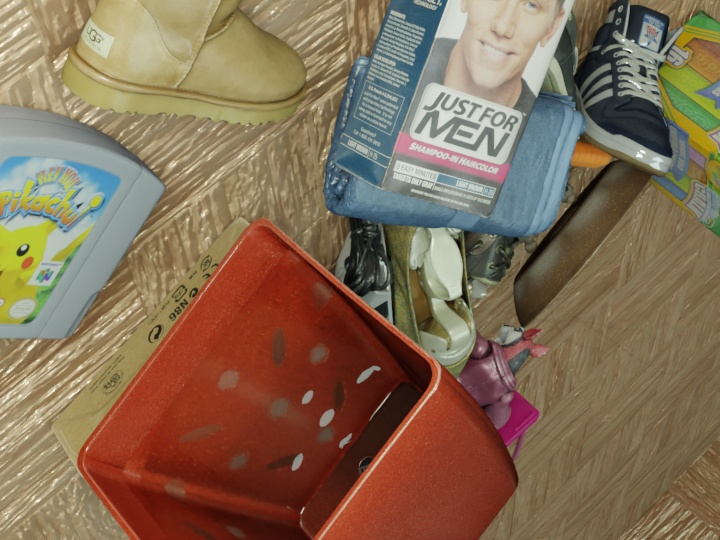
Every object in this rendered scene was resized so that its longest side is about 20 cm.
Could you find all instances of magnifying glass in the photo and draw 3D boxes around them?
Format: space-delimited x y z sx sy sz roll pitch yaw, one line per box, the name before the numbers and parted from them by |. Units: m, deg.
magnifying glass | 0.126 -0.098 1.087 0.200 0.022 0.080 -1 169 -40

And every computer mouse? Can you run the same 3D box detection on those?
computer mouse | 0.000 0.000 1.050 0.044 0.110 0.200 -8 157 -1

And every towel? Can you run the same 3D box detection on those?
towel | 0.067 -0.083 0.970 0.200 0.049 0.112 4 110 -36

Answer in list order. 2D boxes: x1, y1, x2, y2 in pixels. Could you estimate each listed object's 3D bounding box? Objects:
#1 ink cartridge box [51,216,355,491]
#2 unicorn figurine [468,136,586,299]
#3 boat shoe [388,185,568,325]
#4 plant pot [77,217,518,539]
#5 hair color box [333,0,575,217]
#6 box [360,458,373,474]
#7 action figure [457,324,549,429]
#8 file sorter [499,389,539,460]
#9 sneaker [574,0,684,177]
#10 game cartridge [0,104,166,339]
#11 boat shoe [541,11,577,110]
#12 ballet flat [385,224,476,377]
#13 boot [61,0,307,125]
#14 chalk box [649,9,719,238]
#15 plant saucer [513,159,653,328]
ink cartridge box | -0.088 0.090 0.961 0.200 0.075 0.165 -49 129 -1
unicorn figurine | 0.131 -0.045 1.227 0.137 0.074 0.201 1 110 -59
boat shoe | 0.097 -0.015 1.137 0.201 0.066 0.072 -35 163 21
plant pot | -0.020 0.123 0.856 0.200 0.200 0.176 -52 136 2
hair color box | 0.068 -0.143 0.871 0.100 0.060 0.201 11 104 -38
box | 0.014 0.217 1.128 0.157 0.051 0.200 -16 141 -17
action figure | 0.074 0.100 1.208 0.200 0.134 0.149 -29 -169 13
file sorter | 0.050 0.182 1.329 0.200 0.139 0.126 -38 155 -24
sneaker | 0.227 -0.156 1.118 0.109 0.070 0.200 -61 -163 19
game cartridge | -0.193 -0.024 0.735 0.134 0.040 0.200 -59 155 13
boat shoe | 0.143 -0.155 1.072 0.200 0.072 0.068 61 44 -72
ballet flat | 0.061 0.021 1.075 0.071 0.071 0.200 -33 127 -32
boot | -0.055 -0.175 0.707 0.175 0.066 0.200 -12 136 -54
chalk box | 0.358 -0.127 1.313 0.124 0.200 0.124 -41 155 -16
plant saucer | 0.200 -0.034 1.260 0.201 0.037 0.200 -50 177 -3
